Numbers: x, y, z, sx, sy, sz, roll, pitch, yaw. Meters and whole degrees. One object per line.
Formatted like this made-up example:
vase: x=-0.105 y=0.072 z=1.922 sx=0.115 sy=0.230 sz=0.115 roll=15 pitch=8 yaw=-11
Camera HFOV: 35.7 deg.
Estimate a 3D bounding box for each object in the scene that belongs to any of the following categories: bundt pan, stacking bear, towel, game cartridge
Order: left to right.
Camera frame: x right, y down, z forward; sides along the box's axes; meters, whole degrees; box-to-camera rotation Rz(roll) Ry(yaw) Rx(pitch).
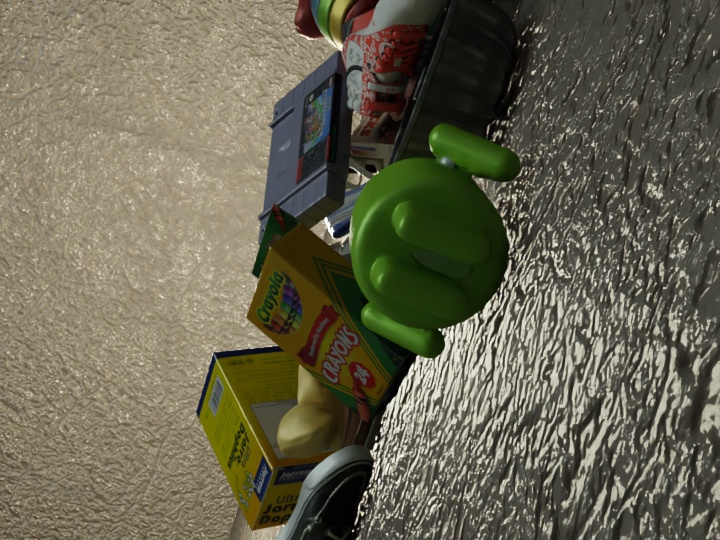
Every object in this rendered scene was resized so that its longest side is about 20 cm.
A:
game cartridge: x=-0.058 y=-0.131 z=1.209 sx=0.130 sy=0.038 sz=0.201 roll=-37 pitch=40 yaw=45
stacking bear: x=0.005 y=-0.290 z=1.283 sx=0.200 sy=0.113 sz=0.122 roll=-125 pitch=18 yaw=-45
towel: x=0.020 y=-0.094 z=1.397 sx=0.147 sy=0.024 sz=0.200 roll=-29 pitch=12 yaw=2
bundt pan: x=0.089 y=-0.164 z=1.055 sx=0.202 sy=0.075 sz=0.203 roll=-161 pitch=90 yaw=-87

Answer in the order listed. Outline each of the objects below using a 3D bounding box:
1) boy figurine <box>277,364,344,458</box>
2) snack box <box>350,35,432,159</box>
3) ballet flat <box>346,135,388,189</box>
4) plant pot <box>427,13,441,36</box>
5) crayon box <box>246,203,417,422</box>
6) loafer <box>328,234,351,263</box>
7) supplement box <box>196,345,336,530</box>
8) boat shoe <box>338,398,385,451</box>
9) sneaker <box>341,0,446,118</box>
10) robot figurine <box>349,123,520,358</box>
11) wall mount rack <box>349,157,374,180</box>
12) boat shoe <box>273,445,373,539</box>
boy figurine: x=-0.039 y=0.159 z=1.271 sx=0.125 sy=0.064 sz=0.200 roll=63 pitch=-161 yaw=-13
snack box: x=0.061 y=-0.195 z=1.245 sx=0.200 sy=0.072 sz=0.024 roll=-58 pitch=-36 yaw=-36
ballet flat: x=0.007 y=-0.128 z=1.323 sx=0.068 sy=0.199 sz=0.068 roll=108 pitch=154 yaw=-63
plant pot: x=0.056 y=-0.260 z=1.416 sx=0.200 sy=0.134 sz=0.201 roll=-163 pitch=90 yaw=-85
crayon box: x=-0.037 y=0.043 z=1.091 sx=0.051 sy=0.200 sz=0.127 roll=-41 pitch=-15 yaw=-36
loafer: x=0.000 y=0.000 z=1.283 sx=0.076 sy=0.067 sz=0.200 roll=-67 pitch=20 yaw=-9
supplement box: x=-0.109 y=0.199 z=1.364 sx=0.200 sy=0.108 sz=0.110 roll=56 pitch=137 yaw=41
boat shoe: x=-0.002 y=0.117 z=1.190 sx=0.072 sy=0.068 sz=0.201 roll=140 pitch=146 yaw=-80
sneaker: x=0.036 y=-0.214 z=1.110 sx=0.201 sy=0.067 sz=0.108 roll=169 pitch=98 yaw=-68
robot figurine: x=0.049 y=-0.025 z=0.863 sx=0.200 sy=0.115 sz=0.176 roll=-97 pitch=25 yaw=-77
wall mount rack: x=0.004 y=-0.042 z=1.167 sx=0.200 sy=0.075 sz=0.174 roll=-54 pitch=29 yaw=-5
boat shoe: x=-0.035 y=0.265 z=1.141 sx=0.064 sy=0.070 sz=0.200 roll=55 pitch=127 yaw=41
